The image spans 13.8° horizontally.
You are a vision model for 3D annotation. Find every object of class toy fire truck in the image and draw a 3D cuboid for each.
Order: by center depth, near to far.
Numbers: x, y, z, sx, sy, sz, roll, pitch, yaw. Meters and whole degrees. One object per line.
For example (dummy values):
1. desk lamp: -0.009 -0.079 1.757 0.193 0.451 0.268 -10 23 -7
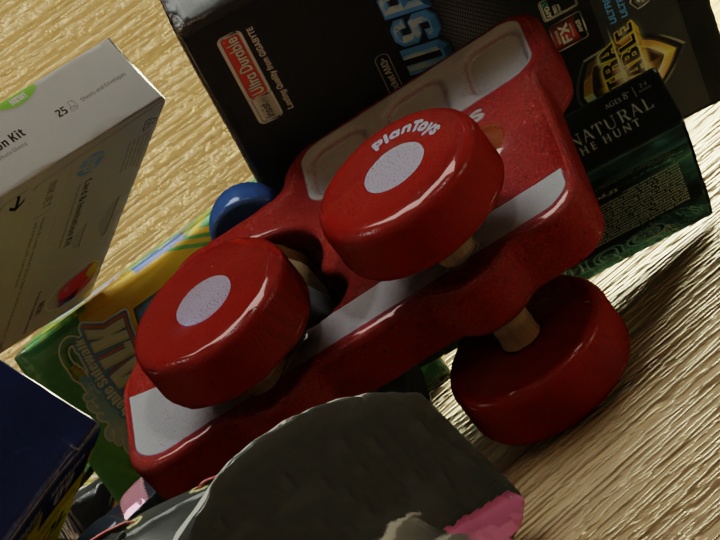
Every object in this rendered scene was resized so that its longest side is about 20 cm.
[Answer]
1. toy fire truck: 0.000 0.000 1.100 0.199 0.112 0.168 -33 29 12

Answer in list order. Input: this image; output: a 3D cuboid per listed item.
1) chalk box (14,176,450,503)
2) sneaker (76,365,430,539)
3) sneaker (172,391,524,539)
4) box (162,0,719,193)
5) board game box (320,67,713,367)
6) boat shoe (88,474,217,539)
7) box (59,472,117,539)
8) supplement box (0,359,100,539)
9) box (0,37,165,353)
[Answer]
1. chalk box: -0.074 0.049 1.358 0.199 0.124 0.125 -35 5 2
2. sneaker: -0.059 0.093 1.171 0.200 0.070 0.082 -36 7 -31
3. sneaker: -0.044 0.110 0.914 0.199 0.081 0.086 -31 -7 -22
4. box: 0.037 -0.097 1.191 0.198 0.050 0.200 -28 -37 -1
5. board game box: 0.047 -0.006 1.224 0.199 0.028 0.135 -28 -18 3
6. boat shoe: -0.086 0.131 1.005 0.201 0.074 0.063 -30 3 9
7. box: -0.082 0.081 1.534 0.198 0.050 0.200 -37 6 -17
8. supplement box: -0.186 0.115 1.124 0.109 0.109 0.200 -55 -5 -35
9. box: -0.177 0.006 1.195 0.200 0.041 0.156 -34 -16 -32
